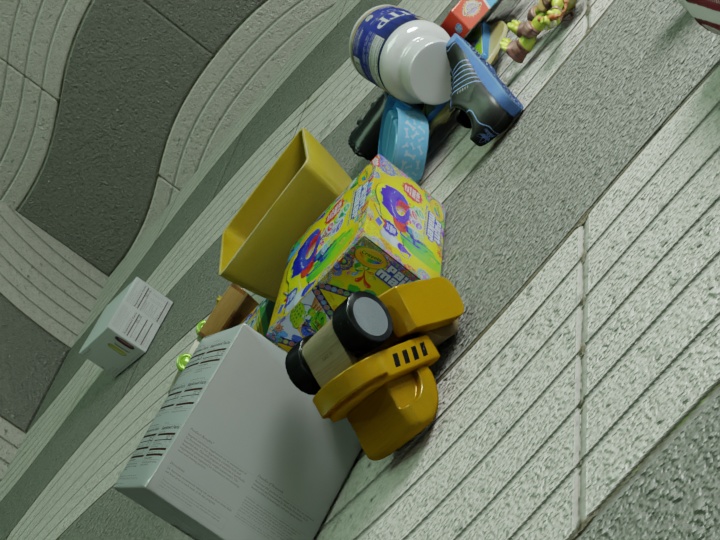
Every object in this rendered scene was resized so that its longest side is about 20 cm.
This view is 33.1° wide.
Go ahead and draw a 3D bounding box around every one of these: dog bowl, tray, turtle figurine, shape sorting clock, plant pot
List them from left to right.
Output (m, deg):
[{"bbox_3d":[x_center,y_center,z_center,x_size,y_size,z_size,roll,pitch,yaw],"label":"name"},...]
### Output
[{"bbox_3d":[-0.214,0.081,2.007,0.099,0.037,0.200,-56,-6,-5],"label":"tray"},{"bbox_3d":[-0.070,-0.050,1.707,0.201,0.175,0.200,-51,15,12],"label":"plant pot"},{"bbox_3d":[0.062,-0.188,1.772,0.200,0.049,0.113,-101,20,-70],"label":"dog bowl"},{"bbox_3d":[0.151,-0.284,1.792,0.200,0.039,0.201,-49,18,21],"label":"shape sorting clock"},{"bbox_3d":[0.253,-0.359,1.601,0.161,0.064,0.202,-49,23,47],"label":"turtle figurine"}]

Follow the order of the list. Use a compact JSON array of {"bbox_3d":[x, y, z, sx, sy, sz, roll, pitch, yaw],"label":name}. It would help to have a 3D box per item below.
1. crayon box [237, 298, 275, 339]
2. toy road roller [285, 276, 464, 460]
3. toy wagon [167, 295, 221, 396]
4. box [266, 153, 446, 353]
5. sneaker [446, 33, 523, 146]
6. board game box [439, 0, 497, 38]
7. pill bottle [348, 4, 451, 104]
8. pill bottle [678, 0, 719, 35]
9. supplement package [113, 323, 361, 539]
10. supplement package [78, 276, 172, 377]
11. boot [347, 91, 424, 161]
[{"bbox_3d":[-0.176,0.141,1.856,0.126,0.051,0.201,-43,20,37],"label":"crayon box"},{"bbox_3d":[0.033,0.103,1.246,0.199,0.147,0.123,-15,-20,-48],"label":"toy road roller"},{"bbox_3d":[-0.282,0.137,2.142,0.202,0.039,0.155,-61,0,-24],"label":"toy wagon"},{"bbox_3d":[0.000,0.000,1.499,0.193,0.121,0.201,-45,18,28],"label":"box"},{"bbox_3d":[0.143,-0.240,1.598,0.078,0.070,0.201,-45,35,16],"label":"sneaker"},{"bbox_3d":[0.167,-0.388,1.843,0.153,0.040,0.200,-48,2,-19],"label":"board game box"},{"bbox_3d":[0.070,-0.310,1.762,0.120,0.119,0.200,-53,32,4],"label":"pill bottle"},{"bbox_3d":[0.339,-0.251,1.028,0.115,0.114,0.200,-51,16,11],"label":"pill bottle"},{"bbox_3d":[-0.127,0.200,1.326,0.202,0.190,0.147,-59,17,-21],"label":"supplement package"},{"bbox_3d":[-0.563,0.138,2.905,0.200,0.110,0.157,-35,24,51],"label":"supplement package"},{"bbox_3d":[0.045,-0.251,1.978,0.163,0.073,0.199,-48,10,15],"label":"boot"}]
